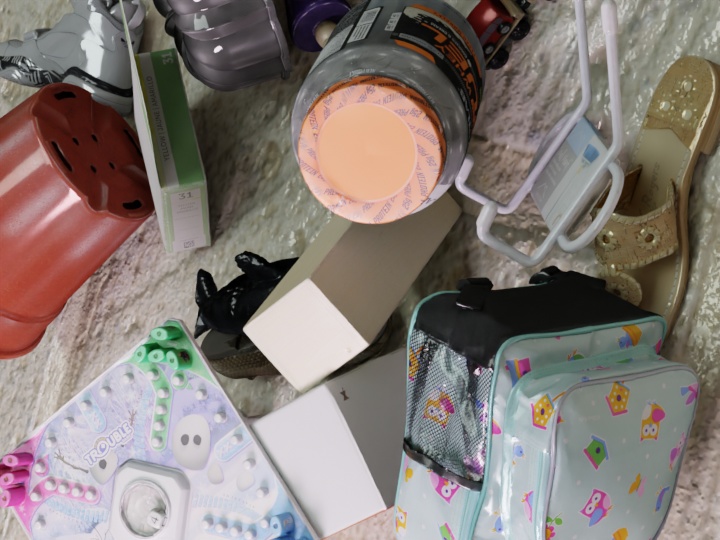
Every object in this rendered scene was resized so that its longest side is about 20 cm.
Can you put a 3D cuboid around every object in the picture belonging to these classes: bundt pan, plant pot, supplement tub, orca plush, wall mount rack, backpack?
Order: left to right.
[{"bbox_3d":[-0.299,-0.056,1.708,0.195,0.200,0.202,-37,54,26],"label":"plant pot"},{"bbox_3d":[-0.132,-0.234,1.550,0.075,0.203,0.202,-27,50,-7],"label":"bundt pan"},{"bbox_3d":[-0.074,0.003,1.488,0.199,0.071,0.105,4,49,51],"label":"orca plush"},{"bbox_3d":[0.020,-0.112,1.304,0.123,0.122,0.200,-53,7,24],"label":"supplement tub"},{"bbox_3d":[0.113,0.119,1.201,0.153,0.175,0.202,33,119,39],"label":"backpack"},{"bbox_3d":[0.133,-0.100,1.253,0.174,0.074,0.200,-57,14,14],"label":"wall mount rack"}]

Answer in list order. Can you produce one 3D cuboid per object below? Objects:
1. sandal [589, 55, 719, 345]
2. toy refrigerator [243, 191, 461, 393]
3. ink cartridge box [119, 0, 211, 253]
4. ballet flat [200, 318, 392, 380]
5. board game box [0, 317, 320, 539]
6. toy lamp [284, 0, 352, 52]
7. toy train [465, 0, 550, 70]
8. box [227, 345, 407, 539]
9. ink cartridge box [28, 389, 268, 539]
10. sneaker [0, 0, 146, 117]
[{"bbox_3d":[0.180,-0.044,1.250,0.077,0.069,0.214,21,96,48],"label":"sandal"},{"bbox_3d":[0.000,0.000,1.354,0.076,0.070,0.200,-37,10,35],"label":"toy refrigerator"},{"bbox_3d":[-0.164,-0.128,1.587,0.201,0.048,0.146,95,162,-58],"label":"ink cartridge box"},{"bbox_3d":[-0.047,0.061,1.498,0.199,0.046,0.068,-9,40,41],"label":"ballet flat"},{"bbox_3d":[-0.154,0.171,1.342,0.200,0.026,0.201,-38,76,20],"label":"board game box"},{"bbox_3d":[-0.012,-0.160,1.503,0.058,0.058,0.201,-49,47,27],"label":"toy lamp"},{"bbox_3d":[0.098,-0.180,1.395,0.200,0.046,0.034,-51,47,26],"label":"toy train"},{"bbox_3d":[-0.033,0.143,1.376,0.199,0.124,0.098,-31,83,39],"label":"box"},{"bbox_3d":[-0.160,0.153,1.469,0.066,0.200,0.117,27,100,23],"label":"ink cartridge box"},{"bbox_3d":[-0.273,-0.221,1.800,0.199,0.075,0.116,22,96,43],"label":"sneaker"}]
